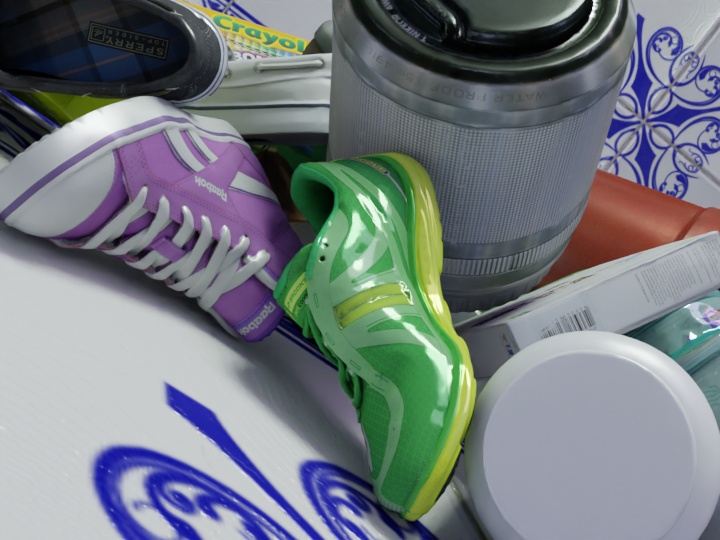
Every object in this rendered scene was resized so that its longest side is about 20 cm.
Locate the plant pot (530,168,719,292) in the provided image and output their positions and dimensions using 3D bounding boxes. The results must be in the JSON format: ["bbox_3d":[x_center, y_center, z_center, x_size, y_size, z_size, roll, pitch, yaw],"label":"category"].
[{"bbox_3d":[0.240,-0.001,1.094,0.195,0.201,0.201,29,4,21],"label":"plant pot"}]

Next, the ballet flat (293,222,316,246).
[{"bbox_3d":[-0.064,-0.060,0.922,0.200,0.069,0.069,39,7,10],"label":"ballet flat"}]

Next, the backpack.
[{"bbox_3d":[0.218,0.101,0.782,0.151,0.177,0.200,56,15,13],"label":"backpack"}]

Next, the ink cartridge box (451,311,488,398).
[{"bbox_3d":[0.104,0.048,0.977,0.147,0.083,0.200,41,7,21],"label":"ink cartridge box"}]

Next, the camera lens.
[{"bbox_3d":[0.061,-0.092,0.672,0.160,0.160,0.200,41,-30,25],"label":"camera lens"}]

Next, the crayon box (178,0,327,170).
[{"bbox_3d":[-0.079,-0.130,0.896,0.200,0.058,0.119,15,43,-15],"label":"crayon box"}]

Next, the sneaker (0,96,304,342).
[{"bbox_3d":[-0.081,-0.017,0.555,0.114,0.073,0.200,58,23,8],"label":"sneaker"}]

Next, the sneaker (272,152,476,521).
[{"bbox_3d":[0.001,0.027,0.550,0.083,0.074,0.200,4,50,-17],"label":"sneaker"}]

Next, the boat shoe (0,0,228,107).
[{"bbox_3d":[-0.163,-0.113,0.548,0.200,0.070,0.066,13,5,-1],"label":"boat shoe"}]

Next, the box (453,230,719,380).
[{"bbox_3d":[0.125,0.029,0.748,0.036,0.144,0.200,68,-15,0],"label":"box"}]

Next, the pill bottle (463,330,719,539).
[{"bbox_3d":[0.108,0.088,0.546,0.112,0.112,0.200,39,0,17],"label":"pill bottle"}]

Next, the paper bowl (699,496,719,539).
[{"bbox_3d":[0.253,0.142,0.628,0.104,0.201,0.201,43,9,34],"label":"paper bowl"}]

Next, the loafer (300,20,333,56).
[{"bbox_3d":[0.022,-0.084,0.834,0.200,0.070,0.075,49,20,-12],"label":"loafer"}]

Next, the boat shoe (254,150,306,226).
[{"bbox_3d":[-0.091,-0.043,0.753,0.073,0.063,0.200,65,16,10],"label":"boat shoe"}]

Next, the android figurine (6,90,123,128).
[{"bbox_3d":[-0.194,-0.126,0.663,0.200,0.041,0.182,30,-10,36],"label":"android figurine"}]

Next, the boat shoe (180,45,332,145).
[{"bbox_3d":[-0.098,-0.119,0.784,0.200,0.065,0.074,3,-2,8],"label":"boat shoe"}]
